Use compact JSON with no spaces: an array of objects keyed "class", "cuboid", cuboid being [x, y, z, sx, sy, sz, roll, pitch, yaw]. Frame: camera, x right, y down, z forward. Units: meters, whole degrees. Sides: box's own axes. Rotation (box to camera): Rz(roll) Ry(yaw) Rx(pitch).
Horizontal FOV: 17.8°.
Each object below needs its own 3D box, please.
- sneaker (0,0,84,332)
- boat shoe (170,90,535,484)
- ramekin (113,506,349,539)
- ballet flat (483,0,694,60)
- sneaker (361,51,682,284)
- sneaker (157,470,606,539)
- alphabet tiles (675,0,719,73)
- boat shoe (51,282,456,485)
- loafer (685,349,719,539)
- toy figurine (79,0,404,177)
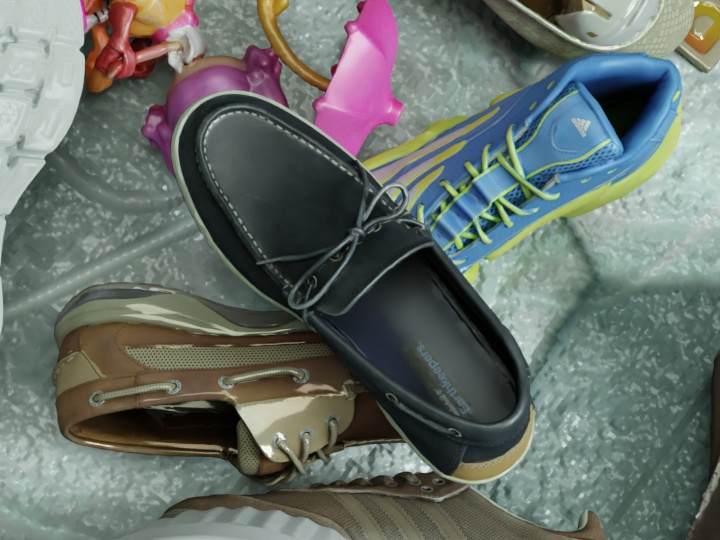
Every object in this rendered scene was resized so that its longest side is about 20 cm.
[{"class":"sneaker","cuboid":[-0.181,-0.043,0.975,0.077,0.082,0.201,20,86,-31]},{"class":"boat shoe","cuboid":[0.000,0.000,0.932,0.075,0.062,0.200,-38,81,-17]},{"class":"ramekin","cuboid":[-0.051,0.186,0.896,0.199,0.105,0.201,1,100,6]},{"class":"ballet flat","cuboid":[0.080,-0.136,1.014,0.199,0.062,0.068,24,99,-30]},{"class":"sneaker","cuboid":[0.058,-0.047,1.009,0.199,0.105,0.076,-30,80,-15]},{"class":"sneaker","cuboid":[0.012,0.122,0.986,0.199,0.071,0.076,14,47,-2]},{"class":"alphabet tiles","cuboid":[0.143,-0.194,1.114,0.166,0.006,0.200,40,73,4]},{"class":"boat shoe","cuboid":[-0.035,0.058,0.978,0.199,0.076,0.072,5,56,4]},{"class":"loafer","cuboid":[0.190,0.068,1.023,0.073,0.071,0.201,38,75,-42]},{"class":"toy figurine","cuboid":[-0.068,-0.115,1.012,0.199,0.150,0.185,-29,89,7]}]
